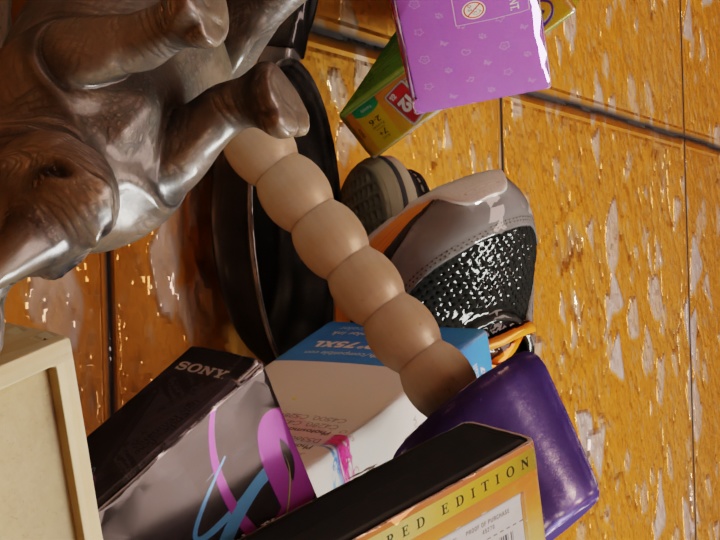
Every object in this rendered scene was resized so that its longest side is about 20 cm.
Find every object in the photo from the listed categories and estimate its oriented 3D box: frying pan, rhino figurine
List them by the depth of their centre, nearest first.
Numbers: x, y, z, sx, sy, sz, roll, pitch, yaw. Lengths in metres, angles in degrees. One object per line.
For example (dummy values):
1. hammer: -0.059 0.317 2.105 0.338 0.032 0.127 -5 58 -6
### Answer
1. rhino figurine: -0.061 -0.037 0.615 0.060 0.087 0.200 58 27 -18
2. frying pan: -0.031 -0.055 0.907 0.115 0.031 0.192 -34 119 -73

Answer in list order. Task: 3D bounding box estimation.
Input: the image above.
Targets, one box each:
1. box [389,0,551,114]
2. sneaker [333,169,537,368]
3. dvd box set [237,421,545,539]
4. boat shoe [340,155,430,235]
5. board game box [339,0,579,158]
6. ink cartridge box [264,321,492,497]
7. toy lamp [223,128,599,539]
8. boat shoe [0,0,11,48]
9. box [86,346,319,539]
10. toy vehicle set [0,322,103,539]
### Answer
1. box: 0.009 -0.159 0.667 0.137 0.039 0.201 78 2 -47
2. sneaker: 0.035 0.050 0.924 0.078 0.077 0.201 -19 137 -28
3. dvd box set: 0.001 0.160 0.703 0.146 0.029 0.202 -25 116 -39
4. boat shoe: 0.033 0.030 1.019 0.075 0.062 0.201 -121 -167 -47
5. board game box: 0.048 -0.103 1.029 0.030 0.095 0.200 51 17 -11
6. ink cartridge box: -0.026 0.105 0.814 0.200 0.067 0.117 -33 120 -52
7. toy lamp: 0.000 0.000 0.788 0.201 0.058 0.058 54 15 10
8. boat shoe: -0.109 -0.121 0.611 0.071 0.069 0.201 -69 151 -50
9. box: -0.049 0.142 0.697 0.143 0.036 0.201 -40 125 -33
10. toy vehicle set: -0.105 0.127 0.591 0.124 0.026 0.202 -23 113 -44
